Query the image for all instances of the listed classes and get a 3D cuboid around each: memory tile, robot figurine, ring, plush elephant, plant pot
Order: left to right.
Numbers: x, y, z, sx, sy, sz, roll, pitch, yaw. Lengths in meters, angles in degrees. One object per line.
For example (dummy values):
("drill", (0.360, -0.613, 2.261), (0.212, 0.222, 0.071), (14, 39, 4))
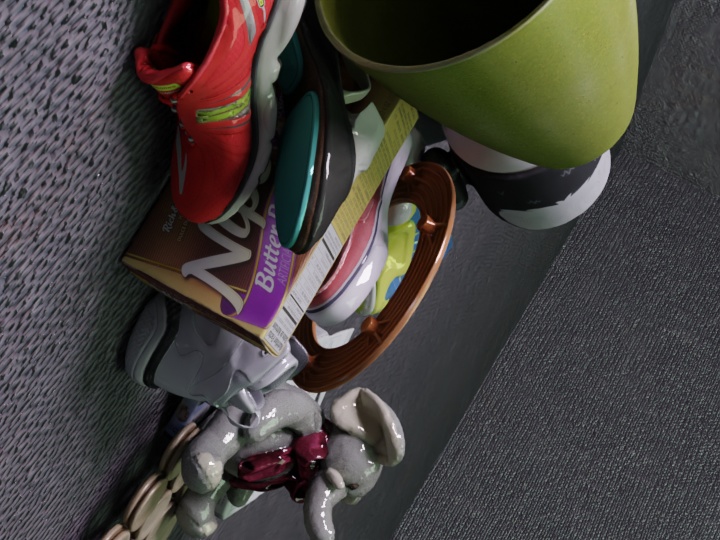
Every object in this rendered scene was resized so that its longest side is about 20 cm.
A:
("memory tile", (-0.182, 0.215, 0.958), (0.154, 0.017, 0.200), (-55, 171, -23))
("plush elephant", (-0.052, 0.167, 0.970), (0.201, 0.154, 0.165), (-55, 171, -37))
("ring", (0.000, 0.000, 0.845), (0.200, 0.019, 0.201), (-44, -154, 28))
("plant pot", (0.100, -0.154, 0.705), (0.200, 0.186, 0.188), (39, 78, -50))
("robot figurine", (0.138, -0.113, 0.914), (0.151, 0.124, 0.200), (-65, 151, -11))

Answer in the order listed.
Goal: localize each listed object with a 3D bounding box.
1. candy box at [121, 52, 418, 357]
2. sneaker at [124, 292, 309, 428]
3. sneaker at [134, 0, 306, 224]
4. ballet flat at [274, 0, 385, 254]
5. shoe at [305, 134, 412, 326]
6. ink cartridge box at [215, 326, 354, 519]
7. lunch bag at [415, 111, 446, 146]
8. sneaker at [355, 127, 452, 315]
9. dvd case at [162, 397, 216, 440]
("candy box", (-0.059, -0.058, 0.751), (0.201, 0.116, 0.057), (-59, 164, -12))
("sneaker", (-0.079, 0.014, 0.807), (0.201, 0.114, 0.075), (-62, 166, -5))
("sneaker", (-0.097, -0.113, 0.652), (0.084, 0.077, 0.201), (-20, 138, -40))
("ballet flat", (-0.021, -0.105, 0.695), (0.068, 0.068, 0.202), (142, -53, -57))
("shoe", (-0.023, -0.061, 0.817), (0.091, 0.071, 0.201), (43, 47, -32))
("ink cartridge box", (-0.088, 0.146, 1.164), (0.201, 0.043, 0.173), (-66, 166, 10))
("lunch bag", (0.093, -0.195, 0.949), (0.198, 0.077, 0.161), (-19, 147, -18))
("sneaker", (0.038, -0.054, 0.985), (0.104, 0.076, 0.201), (-20, 141, -37))
("dvd case", (-0.090, 0.047, 0.951), (0.201, 0.017, 0.143), (-58, 172, 27))
